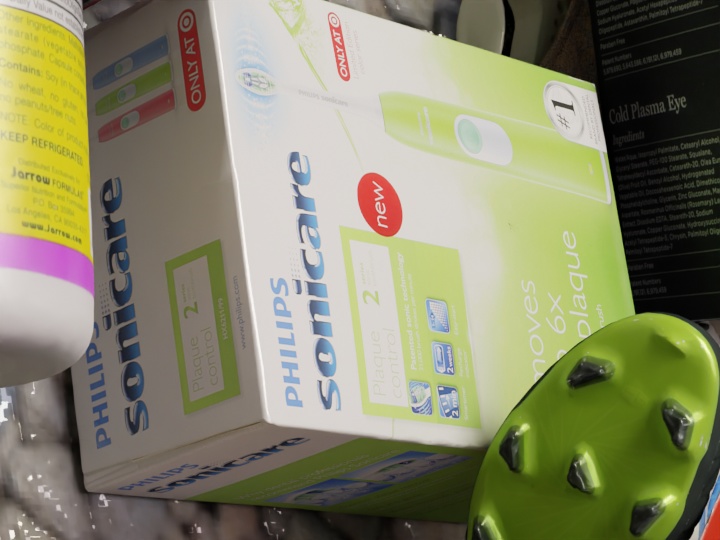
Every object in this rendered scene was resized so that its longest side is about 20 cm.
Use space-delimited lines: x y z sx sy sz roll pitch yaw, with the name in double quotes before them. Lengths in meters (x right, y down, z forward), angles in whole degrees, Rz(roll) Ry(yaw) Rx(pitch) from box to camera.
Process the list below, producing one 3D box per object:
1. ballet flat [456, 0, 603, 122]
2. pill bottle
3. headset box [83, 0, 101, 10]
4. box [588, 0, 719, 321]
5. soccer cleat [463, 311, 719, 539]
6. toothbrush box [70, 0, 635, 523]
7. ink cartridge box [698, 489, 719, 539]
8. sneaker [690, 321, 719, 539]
"ballet flat" 0.074 -0.114 0.954 0.067 0.068 0.201 36 46 -27
"pill bottle" -0.126 -0.071 0.639 0.104 0.104 0.201 10 71 -48
"headset box" -0.087 -0.173 0.778 0.149 0.075 0.200 60 38 -10
"box" 0.197 -0.081 0.906 0.199 0.104 0.183 -7 89 -25
"soccer cleat" 0.067 0.095 0.765 0.067 0.201 0.081 31 25 20
"toothbrush box" 0.000 0.000 0.790 0.200 0.086 0.146 11 65 -46
"ink cartridge box" 0.114 0.154 0.760 0.200 0.057 0.163 -59 159 -14
"sneaker" 0.121 0.110 0.889 0.089 0.078 0.200 46 42 -22
